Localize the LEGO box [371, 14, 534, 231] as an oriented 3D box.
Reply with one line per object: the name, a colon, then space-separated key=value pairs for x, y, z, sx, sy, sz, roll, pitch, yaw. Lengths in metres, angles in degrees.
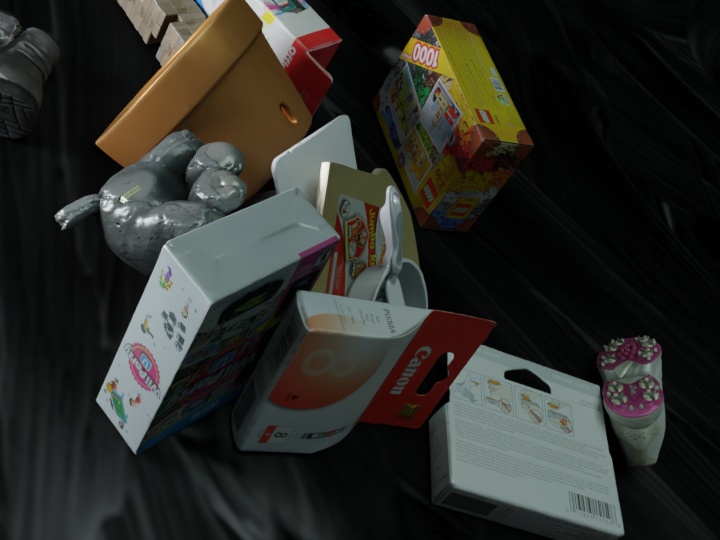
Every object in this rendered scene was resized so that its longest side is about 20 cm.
LEGO box: x=0.103 y=-0.173 z=1.190 sx=0.076 sy=0.149 sz=0.202 roll=3 pitch=51 yaw=-31

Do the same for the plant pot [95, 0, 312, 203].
plant pot: x=-0.141 y=-0.149 z=0.987 sx=0.140 sy=0.199 sz=0.201 roll=44 pitch=40 yaw=-16

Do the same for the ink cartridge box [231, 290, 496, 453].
ink cartridge box: x=0.006 y=0.100 z=0.874 sx=0.197 sy=0.163 sz=0.051 roll=11 pitch=41 yaw=-25

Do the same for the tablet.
tablet: x=-0.029 y=-0.034 z=0.976 sx=0.013 sy=0.203 sz=0.130 roll=5 pitch=29 yaw=32

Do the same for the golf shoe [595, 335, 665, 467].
golf shoe: x=0.302 y=0.141 z=1.121 sx=0.200 sy=0.074 sz=0.093 roll=-54 pitch=134 yaw=-63

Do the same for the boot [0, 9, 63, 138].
boot: x=-0.390 y=-0.212 z=0.960 sx=0.198 sy=0.070 sz=0.133 roll=27 pitch=39 yaw=-28

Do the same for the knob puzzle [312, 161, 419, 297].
knob puzzle: x=0.000 y=0.000 z=0.987 sx=0.030 sy=0.223 sz=0.219 roll=6 pitch=29 yaw=32

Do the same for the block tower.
block tower: x=-0.207 y=-0.269 z=1.135 sx=0.057 sy=0.054 sz=0.201 roll=-19 pitch=67 yaw=-44

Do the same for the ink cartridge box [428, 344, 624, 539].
ink cartridge box: x=0.161 y=0.170 z=1.008 sx=0.197 sy=0.044 sz=0.175 roll=20 pitch=44 yaw=-19

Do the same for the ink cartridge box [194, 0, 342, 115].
ink cartridge box: x=-0.102 y=-0.252 z=1.145 sx=0.200 sy=0.117 sz=0.067 roll=48 pitch=43 yaw=11

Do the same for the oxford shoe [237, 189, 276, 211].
oxford shoe: x=-0.038 y=-0.051 z=1.048 sx=0.198 sy=0.072 sz=0.073 roll=16 pitch=5 yaw=-44

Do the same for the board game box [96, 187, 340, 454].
board game box: x=-0.116 y=0.042 z=0.813 sx=0.064 sy=0.201 sz=0.147 roll=47 pitch=43 yaw=15

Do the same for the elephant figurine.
elephant figurine: x=-0.148 y=-0.010 z=0.910 sx=0.153 sy=0.202 sz=0.142 roll=19 pitch=55 yaw=19

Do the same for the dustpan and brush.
dustpan and brush: x=0.025 y=0.018 z=0.944 sx=0.139 sy=0.056 sz=0.203 roll=-36 pitch=122 yaw=-49
